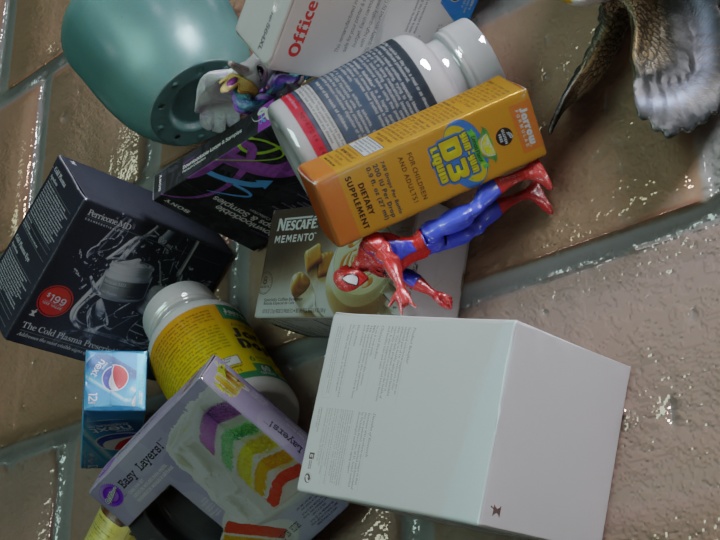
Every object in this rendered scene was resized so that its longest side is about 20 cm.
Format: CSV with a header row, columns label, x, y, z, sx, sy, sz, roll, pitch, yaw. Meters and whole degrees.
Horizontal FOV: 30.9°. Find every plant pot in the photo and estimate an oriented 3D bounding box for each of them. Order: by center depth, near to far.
label,x,y,z,sx,sy,sz,roll,pitch,yaw
plant pot,-0.216,-0.239,1.480,0.201,0.200,0.161,-49,58,21

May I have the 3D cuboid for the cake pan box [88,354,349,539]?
label,x,y,z,sx,sy,sz,roll,pitch,yaw
cake pan box,-0.131,0.203,1.218,0.200,0.184,0.052,-43,6,27

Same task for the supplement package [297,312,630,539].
label,x,y,z,sx,sy,sz,roll,pitch,yaw
supplement package,0.081,0.126,1.038,0.200,0.150,0.152,0,74,47

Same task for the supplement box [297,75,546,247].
label,x,y,z,sx,sy,sz,roll,pitch,yaw
supplement box,0.053,-0.094,1.101,0.199,0.067,0.069,-26,20,-9

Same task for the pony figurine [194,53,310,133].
label,x,y,z,sx,sy,sz,roll,pitch,yaw
pony figurine,-0.083,-0.204,1.341,0.166,0.193,0.200,25,62,14

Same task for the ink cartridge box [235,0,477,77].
label,x,y,z,sx,sy,sz,roll,pitch,yaw
ink cartridge box,0.003,-0.255,1.218,0.084,0.199,0.146,51,125,44

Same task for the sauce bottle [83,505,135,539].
label,x,y,z,sx,sy,sz,roll,pitch,yaw
sauce bottle,-0.254,0.272,1.401,0.066,0.066,0.200,37,104,47

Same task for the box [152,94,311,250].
label,x,y,z,sx,sy,sz,roll,pitch,yaw
box,-0.095,-0.093,1.320,0.200,0.143,0.036,-25,51,39

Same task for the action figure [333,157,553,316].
label,x,y,z,sx,sy,sz,roll,pitch,yaw
action figure,0.077,-0.011,1.093,0.199,0.065,0.099,-22,60,-3

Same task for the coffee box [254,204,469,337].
label,x,y,z,sx,sy,sz,roll,pitch,yaw
coffee box,0.000,0.000,1.229,0.200,0.080,0.115,-2,73,46

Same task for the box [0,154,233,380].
label,x,y,z,sx,sy,sz,roll,pitch,yaw
box,-0.278,0.001,1.434,0.182,0.200,0.104,-58,41,14

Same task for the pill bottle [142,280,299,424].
label,x,y,z,sx,sy,sz,roll,pitch,yaw
pill bottle,-0.150,0.100,1.324,0.113,0.113,0.200,-55,43,15

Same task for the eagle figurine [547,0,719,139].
label,x,y,z,sx,sy,sz,roll,pitch,yaw
eagle figurine,0.220,-0.214,1.071,0.152,0.150,0.201,-81,-16,-79

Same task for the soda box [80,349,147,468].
label,x,y,z,sx,sy,sz,roll,pitch,yaw
soda box,-0.265,0.152,1.391,0.200,0.064,0.068,115,154,-62

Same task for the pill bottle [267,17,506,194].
label,x,y,z,sx,sy,sz,roll,pitch,yaw
pill bottle,0.028,-0.143,1.179,0.200,0.120,0.120,-29,47,-5
